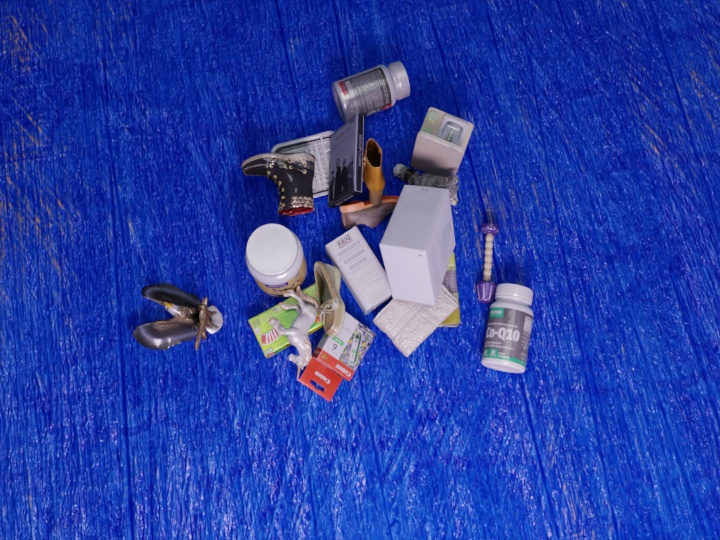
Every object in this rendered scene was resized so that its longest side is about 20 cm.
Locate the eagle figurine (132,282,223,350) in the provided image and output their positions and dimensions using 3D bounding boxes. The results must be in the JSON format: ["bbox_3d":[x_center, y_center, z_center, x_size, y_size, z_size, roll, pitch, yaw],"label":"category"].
[{"bbox_3d":[-0.459,0.112,1.631,0.195,0.154,0.152,-2,29,28],"label":"eagle figurine"}]

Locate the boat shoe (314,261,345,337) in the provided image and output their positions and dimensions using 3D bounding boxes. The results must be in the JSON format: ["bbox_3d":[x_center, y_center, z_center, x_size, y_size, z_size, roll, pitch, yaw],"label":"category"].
[{"bbox_3d":[-0.082,0.070,1.599,0.062,0.073,0.205,22,49,-33],"label":"boat shoe"}]

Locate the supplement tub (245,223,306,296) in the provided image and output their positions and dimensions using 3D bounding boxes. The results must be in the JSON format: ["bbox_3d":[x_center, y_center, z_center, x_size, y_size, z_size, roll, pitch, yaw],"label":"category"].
[{"bbox_3d":[-0.208,-0.025,1.613,0.141,0.200,0.150,0,76,-1],"label":"supplement tub"}]

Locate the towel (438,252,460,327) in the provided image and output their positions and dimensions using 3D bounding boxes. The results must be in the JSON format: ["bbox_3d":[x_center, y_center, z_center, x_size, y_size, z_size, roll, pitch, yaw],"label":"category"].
[{"bbox_3d":[0.186,0.052,1.692,0.139,0.023,0.206,-1,77,0],"label":"towel"}]

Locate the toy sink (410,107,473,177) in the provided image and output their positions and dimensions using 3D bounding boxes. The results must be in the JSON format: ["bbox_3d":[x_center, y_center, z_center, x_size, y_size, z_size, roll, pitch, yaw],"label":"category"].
[{"bbox_3d":[0.214,-0.336,1.695,0.128,0.200,0.114,21,77,5],"label":"toy sink"}]

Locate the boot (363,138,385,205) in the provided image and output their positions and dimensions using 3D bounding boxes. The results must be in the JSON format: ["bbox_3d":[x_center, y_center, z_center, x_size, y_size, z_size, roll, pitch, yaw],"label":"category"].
[{"bbox_3d":[0.025,-0.284,1.680,0.069,0.146,0.204,-10,49,-9],"label":"boot"}]

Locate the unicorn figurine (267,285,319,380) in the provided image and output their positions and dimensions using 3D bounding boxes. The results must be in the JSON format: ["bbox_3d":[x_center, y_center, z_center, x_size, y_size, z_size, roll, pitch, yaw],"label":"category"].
[{"bbox_3d":[-0.157,0.142,1.586,0.136,0.074,0.203,31,72,-5],"label":"unicorn figurine"}]

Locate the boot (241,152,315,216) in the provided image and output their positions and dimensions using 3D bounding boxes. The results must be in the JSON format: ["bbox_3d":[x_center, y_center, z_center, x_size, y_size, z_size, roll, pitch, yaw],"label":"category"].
[{"bbox_3d":[-0.209,-0.222,1.687,0.194,0.073,0.155,-4,76,-7],"label":"boot"}]

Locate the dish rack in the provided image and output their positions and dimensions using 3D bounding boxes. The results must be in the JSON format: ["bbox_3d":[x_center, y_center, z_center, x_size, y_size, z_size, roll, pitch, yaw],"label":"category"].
[{"bbox_3d":[-0.134,-0.273,1.755,0.195,0.044,0.176,-14,78,-4],"label":"dish rack"}]

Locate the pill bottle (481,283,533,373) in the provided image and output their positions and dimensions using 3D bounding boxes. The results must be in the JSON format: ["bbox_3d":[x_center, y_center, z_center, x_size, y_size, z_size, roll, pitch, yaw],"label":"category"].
[{"bbox_3d":[0.370,0.144,1.626,0.110,0.113,0.205,12,76,2],"label":"pill bottle"}]

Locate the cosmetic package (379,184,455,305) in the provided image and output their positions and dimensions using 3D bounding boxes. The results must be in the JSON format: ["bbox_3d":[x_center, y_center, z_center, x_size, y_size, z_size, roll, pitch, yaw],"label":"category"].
[{"bbox_3d":[0.144,-0.062,1.588,0.120,0.202,0.203,7,52,21],"label":"cosmetic package"}]

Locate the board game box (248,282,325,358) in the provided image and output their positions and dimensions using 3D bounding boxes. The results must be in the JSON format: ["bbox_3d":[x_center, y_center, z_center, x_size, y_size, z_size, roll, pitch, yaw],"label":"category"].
[{"bbox_3d":[-0.174,0.127,1.655,0.197,0.048,0.103,-29,79,-7],"label":"board game box"}]

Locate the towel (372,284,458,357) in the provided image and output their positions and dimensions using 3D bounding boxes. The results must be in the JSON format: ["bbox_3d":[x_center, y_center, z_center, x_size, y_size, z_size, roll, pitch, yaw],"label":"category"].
[{"bbox_3d":[0.143,0.106,1.650,0.200,0.035,0.133,-43,79,-9],"label":"towel"}]

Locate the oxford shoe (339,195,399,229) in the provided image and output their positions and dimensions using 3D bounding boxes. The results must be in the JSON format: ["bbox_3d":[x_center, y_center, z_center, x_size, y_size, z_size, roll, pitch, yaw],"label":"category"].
[{"bbox_3d":[0.042,-0.155,1.728,0.194,0.071,0.075,-9,104,-6],"label":"oxford shoe"}]

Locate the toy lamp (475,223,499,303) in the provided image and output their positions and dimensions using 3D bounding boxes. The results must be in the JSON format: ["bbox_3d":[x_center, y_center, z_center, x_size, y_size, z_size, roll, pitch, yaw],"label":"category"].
[{"bbox_3d":[0.332,-0.017,1.695,0.057,0.058,0.205,8,74,1],"label":"toy lamp"}]

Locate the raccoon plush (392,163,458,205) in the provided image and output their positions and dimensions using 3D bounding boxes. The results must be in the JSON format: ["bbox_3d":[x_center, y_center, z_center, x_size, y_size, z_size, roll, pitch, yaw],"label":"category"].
[{"bbox_3d":[0.169,-0.225,1.700,0.196,0.134,0.099,23,78,5],"label":"raccoon plush"}]

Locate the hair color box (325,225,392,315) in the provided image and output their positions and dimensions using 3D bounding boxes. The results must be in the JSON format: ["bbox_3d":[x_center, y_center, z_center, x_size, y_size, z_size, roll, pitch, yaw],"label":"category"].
[{"bbox_3d":[0.000,0.000,1.682,0.098,0.061,0.202,-31,79,-8],"label":"hair color box"}]

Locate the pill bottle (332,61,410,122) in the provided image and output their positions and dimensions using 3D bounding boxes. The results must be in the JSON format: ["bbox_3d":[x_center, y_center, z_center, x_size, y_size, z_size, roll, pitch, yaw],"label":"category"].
[{"bbox_3d":[0.030,-0.489,1.774,0.196,0.114,0.116,-21,77,-6],"label":"pill bottle"}]

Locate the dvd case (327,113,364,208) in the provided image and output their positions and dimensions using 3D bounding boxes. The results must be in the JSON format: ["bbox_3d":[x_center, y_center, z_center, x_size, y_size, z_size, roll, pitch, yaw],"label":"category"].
[{"bbox_3d":[-0.038,-0.277,1.664,0.024,0.149,0.206,9,75,-28],"label":"dvd case"}]

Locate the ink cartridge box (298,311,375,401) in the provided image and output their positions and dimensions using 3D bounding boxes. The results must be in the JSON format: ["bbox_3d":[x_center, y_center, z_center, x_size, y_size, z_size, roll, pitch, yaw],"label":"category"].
[{"bbox_3d":[-0.057,0.214,1.614,0.108,0.050,0.203,35,77,-19],"label":"ink cartridge box"}]
